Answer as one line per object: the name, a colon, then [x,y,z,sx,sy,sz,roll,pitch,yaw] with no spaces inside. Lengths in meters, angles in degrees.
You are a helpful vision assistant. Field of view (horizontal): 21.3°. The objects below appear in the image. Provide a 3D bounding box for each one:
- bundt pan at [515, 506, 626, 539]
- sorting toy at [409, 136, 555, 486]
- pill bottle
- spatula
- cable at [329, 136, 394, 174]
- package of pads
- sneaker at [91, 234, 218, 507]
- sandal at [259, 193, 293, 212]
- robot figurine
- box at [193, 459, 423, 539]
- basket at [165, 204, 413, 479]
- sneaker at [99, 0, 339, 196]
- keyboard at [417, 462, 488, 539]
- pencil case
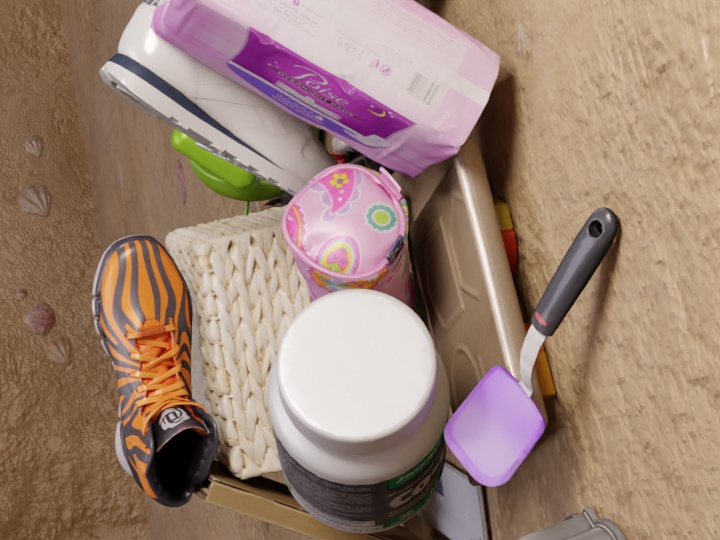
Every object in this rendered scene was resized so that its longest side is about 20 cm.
bundt pan: [0.118,0.244,1.117,0.202,0.076,0.202,172,90,-75]
sorting toy: [0.079,0.030,1.231,0.200,0.036,0.186,111,147,-72]
pill bottle: [-0.001,0.091,1.221,0.200,0.113,0.113,86,171,-69]
spatula: [0.100,0.043,1.079,0.057,0.021,0.200,52,136,32]
cable: [0.002,-0.085,1.332,0.050,0.097,0.200,59,166,1]
package of pads: [-0.023,-0.138,1.155,0.076,0.200,0.120,-63,10,-13]
sneaker: [-0.140,0.078,1.394,0.112,0.077,0.201,-146,46,-64]
sandal: [-0.064,-0.021,1.707,0.082,0.054,0.200,102,155,-55]
robot figurine: [-0.091,-0.144,1.612,0.176,0.115,0.200,-74,-10,-48]
box: [-0.039,0.187,1.478,0.163,0.200,0.021,-169,99,-76]
basket: [-0.051,0.046,1.490,0.200,0.160,0.199,-164,64,-76]
sneaker: [-0.073,-0.109,1.255,0.076,0.200,0.081,22,81,51]
keyboard: [0.061,0.168,1.433,0.200,0.011,0.056,-162,69,-74]
pencil case: [0.000,0.000,1.288,0.200,0.087,0.088,79,176,-68]
